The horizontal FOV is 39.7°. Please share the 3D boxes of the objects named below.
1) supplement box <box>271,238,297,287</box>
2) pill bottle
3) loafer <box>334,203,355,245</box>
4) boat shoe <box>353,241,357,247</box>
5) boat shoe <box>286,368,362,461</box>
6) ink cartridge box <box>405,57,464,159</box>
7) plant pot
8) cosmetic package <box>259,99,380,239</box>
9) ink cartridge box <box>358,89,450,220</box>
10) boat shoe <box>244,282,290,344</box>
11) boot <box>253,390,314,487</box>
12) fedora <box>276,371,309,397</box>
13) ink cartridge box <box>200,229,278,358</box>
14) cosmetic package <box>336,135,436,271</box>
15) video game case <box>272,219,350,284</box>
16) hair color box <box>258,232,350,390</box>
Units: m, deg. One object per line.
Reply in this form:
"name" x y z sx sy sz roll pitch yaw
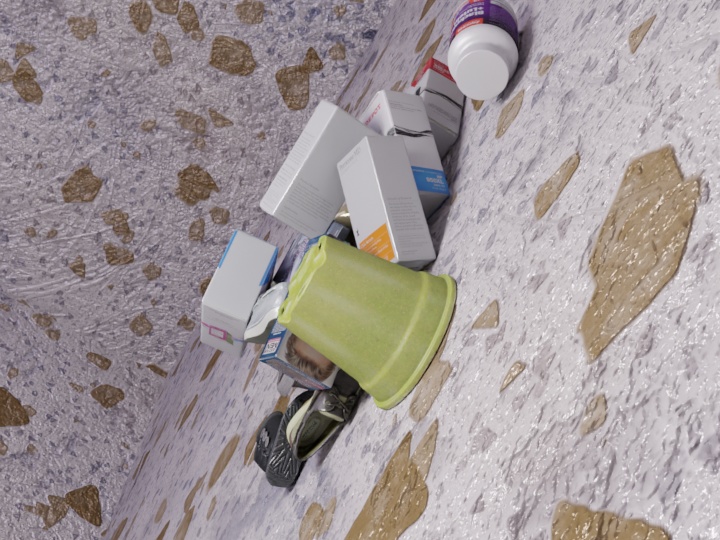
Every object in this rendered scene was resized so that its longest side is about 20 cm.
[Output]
"supplement box" -0.091 0.056 1.798 0.201 0.134 0.200 -62 12 -7
"pill bottle" 0.195 -0.351 1.582 0.112 0.111 0.201 -53 15 34
"loafer" -0.017 -0.084 1.837 0.200 0.068 0.076 90 179 -74
"boat shoe" 0.000 0.000 1.687 0.201 0.072 0.059 -59 21 -13
"boat shoe" -0.040 0.196 1.451 0.201 0.071 0.066 -55 26 19
"ink cartridge box" 0.114 -0.263 1.785 0.145 0.083 0.201 -52 16 38
"plant pot" -0.003 0.053 1.325 0.201 0.183 0.201 -56 14 21
"cosmetic package" -0.064 -0.158 1.587 0.201 0.101 0.074 -58 31 2
"ink cartridge box" 0.056 -0.170 1.625 0.145 0.084 0.201 -47 47 48
"boat shoe" -0.134 0.068 1.560 0.201 0.069 0.072 138 136 -64
"boot" -0.118 0.262 1.646 0.166 0.065 0.200 -61 8 -5
"fedora" -0.062 0.122 1.550 0.200 0.090 0.178 -103 37 -79
"ink cartridge box" -0.208 0.044 1.695 0.200 0.084 0.145 115 177 -66
"cosmetic package" 0.037 -0.091 1.499 0.101 0.071 0.202 -38 62 54
"video game case" -0.084 -0.023 1.634 0.144 0.019 0.200 -59 20 1
"hair color box" -0.057 0.059 1.423 0.060 0.100 0.201 -16 47 58
